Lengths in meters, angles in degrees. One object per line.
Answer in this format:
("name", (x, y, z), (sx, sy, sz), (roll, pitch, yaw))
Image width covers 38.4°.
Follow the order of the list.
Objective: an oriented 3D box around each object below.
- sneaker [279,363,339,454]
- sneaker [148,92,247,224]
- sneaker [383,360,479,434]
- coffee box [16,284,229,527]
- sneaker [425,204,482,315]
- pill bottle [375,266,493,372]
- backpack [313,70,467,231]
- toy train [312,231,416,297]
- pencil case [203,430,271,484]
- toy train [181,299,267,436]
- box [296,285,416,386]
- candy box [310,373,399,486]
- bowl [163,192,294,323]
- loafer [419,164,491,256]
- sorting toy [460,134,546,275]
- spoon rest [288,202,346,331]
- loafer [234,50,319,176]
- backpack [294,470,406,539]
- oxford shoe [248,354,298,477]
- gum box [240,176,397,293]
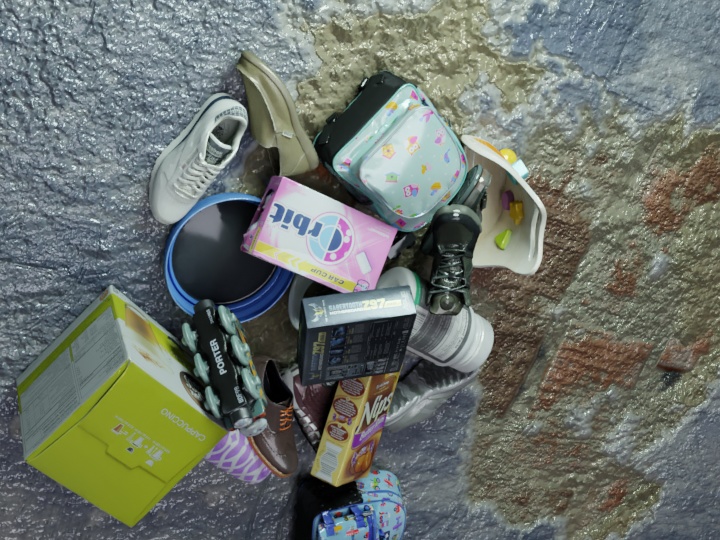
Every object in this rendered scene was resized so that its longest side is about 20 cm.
("sneaker", (-0.050, 0.218, 1.664), (0.115, 0.076, 0.202), (-30, 123, -10))
("sneaker", (-0.220, -0.144, 1.393), (0.076, 0.081, 0.201), (24, 105, -34))
("sneaker", (0.111, 0.206, 1.741), (0.198, 0.075, 0.082), (-27, 139, -2))
("coffee box", (-0.335, 0.189, 1.441), (0.200, 0.198, 0.200), (-43, 125, 5))
("sneaker", (0.136, -0.008, 1.509), (0.075, 0.116, 0.200), (3, 148, 1))
("pill bottle", (0.112, 0.083, 1.640), (0.199, 0.113, 0.114), (29, 102, -33))
("backpack", (0.059, -0.157, 1.472), (0.176, 0.153, 0.200), (-47, 132, -1))
("toy train", (0.000, 0.000, 1.589), (0.199, 0.046, 0.034), (-37, 111, -4))
("pencil case", (-0.217, 0.256, 1.602), (0.084, 0.086, 0.200), (-35, 126, 16))
("toy train", (-0.183, 0.137, 1.449), (0.084, 0.202, 0.114), (-27, 151, 3))
("box", (-0.010, 0.096, 1.483), (0.155, 0.052, 0.201), (-8, 151, -10))
("candy box", (-0.004, 0.234, 1.645), (0.116, 0.056, 0.203), (4, 103, -64))
("bowl", (-0.189, -0.019, 1.497), (0.198, 0.039, 0.203), (-10, 119, -19))
("loafer", (0.156, -0.083, 1.554), (0.062, 0.072, 0.200), (27, 142, -6))
("sorting toy", (0.224, -0.084, 1.562), (0.105, 0.180, 0.203), (-8, 119, -19))
("spoon rest", (-0.060, -0.005, 1.534), (0.099, 0.060, 0.203), (25, 82, -55))
("loafer", (-0.121, -0.205, 1.408), (0.067, 0.076, 0.201), (-36, 125, -10))
("backpack", (-0.006, 0.439, 1.763), (0.197, 0.135, 0.185), (-6, 119, -24))
("oxford shoe", (-0.133, 0.225, 1.582), (0.071, 0.072, 0.202), (-33, 107, -46))
("gum box", (-0.061, -0.045, 1.454), (0.198, 0.066, 0.115), (23, 87, -20))
